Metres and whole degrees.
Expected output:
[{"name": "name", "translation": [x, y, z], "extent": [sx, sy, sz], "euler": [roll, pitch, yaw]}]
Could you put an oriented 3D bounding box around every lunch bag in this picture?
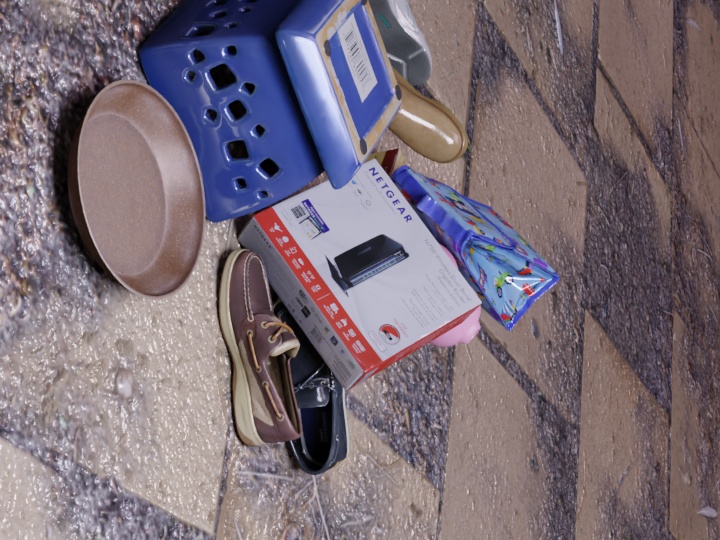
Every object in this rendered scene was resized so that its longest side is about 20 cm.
[{"name": "lunch bag", "translation": [0.118, -0.039, 1.817], "extent": [0.200, 0.094, 0.151], "euler": [35, 11, -49]}]

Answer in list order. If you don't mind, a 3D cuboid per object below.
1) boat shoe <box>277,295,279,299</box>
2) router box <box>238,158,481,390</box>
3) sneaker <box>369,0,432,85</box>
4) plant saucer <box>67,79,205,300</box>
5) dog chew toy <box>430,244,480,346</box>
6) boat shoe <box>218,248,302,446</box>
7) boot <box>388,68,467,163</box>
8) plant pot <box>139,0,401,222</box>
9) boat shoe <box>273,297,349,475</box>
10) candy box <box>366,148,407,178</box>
[{"name": "boat shoe", "translation": [-0.019, 0.059, 1.725], "extent": [0.200, 0.066, 0.072], "euler": [51, 39, -46]}, {"name": "router box", "translation": [0.000, 0.000, 1.622], "extent": [0.179, 0.049, 0.200], "euler": [-29, 77, -37]}, {"name": "sneaker", "translation": [0.042, -0.320, 1.950], "extent": [0.200, 0.070, 0.080], "euler": [59, 31, -38]}, {"name": "plant saucer", "translation": [-0.208, -0.071, 1.409], "extent": [0.200, 0.037, 0.201], "euler": [25, 62, -60]}, {"name": "dog chew toy", "translation": [0.052, 0.008, 1.745], "extent": [0.200, 0.125, 0.124], "euler": [42, 25, 12]}, {"name": "boat shoe", "translation": [-0.092, 0.075, 1.564], "extent": [0.072, 0.072, 0.201], "euler": [5, 79, -64]}, {"name": "boot", "translation": [0.023, -0.175, 1.818], "extent": [0.175, 0.066, 0.200], "euler": [39, 24, 10]}, {"name": "plant pot", "translation": [-0.076, -0.187, 1.548], "extent": [0.200, 0.179, 0.200], "euler": [-58, 134, -52]}, {"name": "boat shoe", "translation": [-0.055, 0.122, 1.629], "extent": [0.062, 0.074, 0.201], "euler": [-44, 128, -65]}, {"name": "candy box", "translation": [0.049, -0.035, 1.900], "extent": [0.200, 0.055, 0.116], "euler": [63, 31, -34]}]
